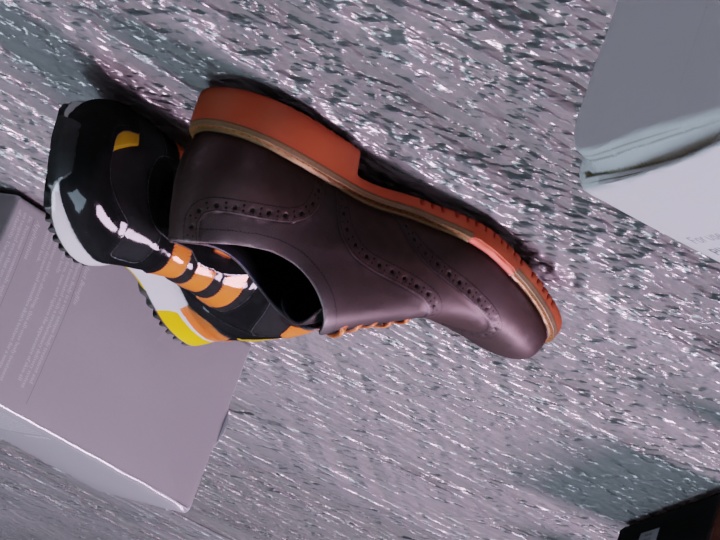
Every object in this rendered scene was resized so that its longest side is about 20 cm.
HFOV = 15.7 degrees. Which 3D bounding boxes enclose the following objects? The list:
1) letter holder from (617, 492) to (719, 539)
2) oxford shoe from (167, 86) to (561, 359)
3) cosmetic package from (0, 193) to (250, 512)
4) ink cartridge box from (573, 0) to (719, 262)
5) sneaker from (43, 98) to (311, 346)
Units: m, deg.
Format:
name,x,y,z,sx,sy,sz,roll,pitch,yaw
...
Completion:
name,x,y,z,sx,sy,sz,roll,pitch,yaw
letter holder,0.221,0.204,1.454,0.141,0.101,0.200,21,166,-5
oxford shoe,0.000,0.000,1.077,0.199,0.073,0.071,30,163,-30
cosmetic package,-0.162,0.044,1.411,0.090,0.107,0.200,8,159,41
ink cartridge box,0.162,-0.045,0.529,0.199,0.147,0.083,26,164,-17
sneaker,-0.065,-0.022,1.133,0.089,0.070,0.200,0,159,19
